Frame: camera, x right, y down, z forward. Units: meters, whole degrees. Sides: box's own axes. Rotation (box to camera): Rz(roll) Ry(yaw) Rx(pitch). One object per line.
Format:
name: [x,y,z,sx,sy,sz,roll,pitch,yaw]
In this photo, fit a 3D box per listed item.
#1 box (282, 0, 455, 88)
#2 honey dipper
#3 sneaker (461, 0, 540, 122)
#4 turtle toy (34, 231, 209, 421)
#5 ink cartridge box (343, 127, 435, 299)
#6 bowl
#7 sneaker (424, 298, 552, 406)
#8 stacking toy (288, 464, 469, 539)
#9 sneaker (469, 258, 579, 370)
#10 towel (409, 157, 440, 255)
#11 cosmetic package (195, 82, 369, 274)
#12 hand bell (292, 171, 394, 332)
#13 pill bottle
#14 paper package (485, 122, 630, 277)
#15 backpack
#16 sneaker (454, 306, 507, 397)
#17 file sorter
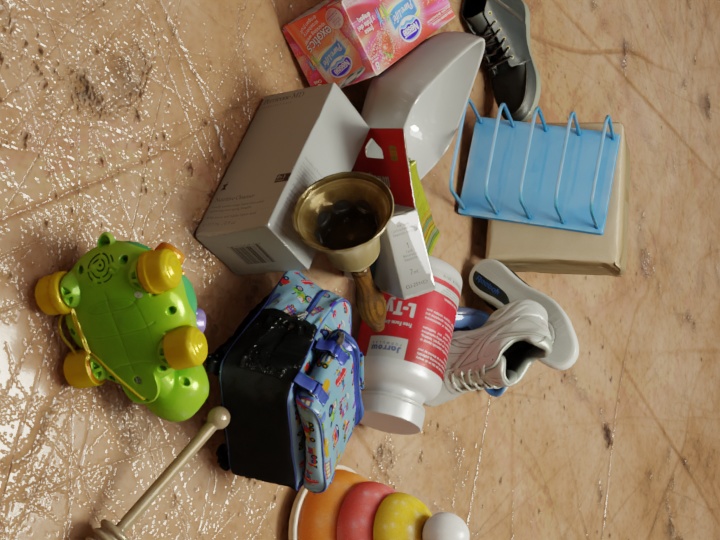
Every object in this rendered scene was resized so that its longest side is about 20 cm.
box: [0.013,-0.298,1.435,0.200,0.102,0.095,-44,113,-45]
honey dipper: [-0.193,0.205,1.137,0.200,0.038,0.038,-49,125,-21]
sneaker: [0.191,-0.306,1.692,0.106,0.075,0.201,16,62,-45]
turtle toy: [-0.203,0.055,1.122,0.101,0.145,0.201,-55,131,-65]
ink cartridge box: [0.012,-0.069,1.347,0.044,0.200,0.177,-16,102,-17]
bowl: [0.061,-0.190,1.461,0.200,0.074,0.201,-45,159,-42]
sneaker: [0.152,0.117,1.503,0.078,0.200,0.100,48,15,-28]
stacking toy: [0.032,0.292,1.325,0.146,0.199,0.147,7,81,-50]
sneaker: [0.240,0.066,1.627,0.073,0.200,0.112,-46,146,8]
towel: [0.066,-0.056,1.479,0.200,0.018,0.087,63,42,-63]
cosmetic package: [-0.081,-0.099,1.296,0.081,0.112,0.201,46,51,-39]
hand bell: [0.000,0.000,1.269,0.200,0.104,0.105,73,34,-51]
pill bottle: [0.052,0.089,1.440,0.112,0.112,0.201,35,59,-44]
paper package: [0.278,-0.098,1.675,0.103,0.189,0.201,33,61,-70]
backpack: [-0.062,0.106,1.259,0.200,0.134,0.183,-60,157,-46]
sneaker: [0.150,0.105,1.595,0.200,0.074,0.083,33,63,-43]
file sorter: [0.228,-0.140,1.577,0.123,0.199,0.140,37,64,-71]
